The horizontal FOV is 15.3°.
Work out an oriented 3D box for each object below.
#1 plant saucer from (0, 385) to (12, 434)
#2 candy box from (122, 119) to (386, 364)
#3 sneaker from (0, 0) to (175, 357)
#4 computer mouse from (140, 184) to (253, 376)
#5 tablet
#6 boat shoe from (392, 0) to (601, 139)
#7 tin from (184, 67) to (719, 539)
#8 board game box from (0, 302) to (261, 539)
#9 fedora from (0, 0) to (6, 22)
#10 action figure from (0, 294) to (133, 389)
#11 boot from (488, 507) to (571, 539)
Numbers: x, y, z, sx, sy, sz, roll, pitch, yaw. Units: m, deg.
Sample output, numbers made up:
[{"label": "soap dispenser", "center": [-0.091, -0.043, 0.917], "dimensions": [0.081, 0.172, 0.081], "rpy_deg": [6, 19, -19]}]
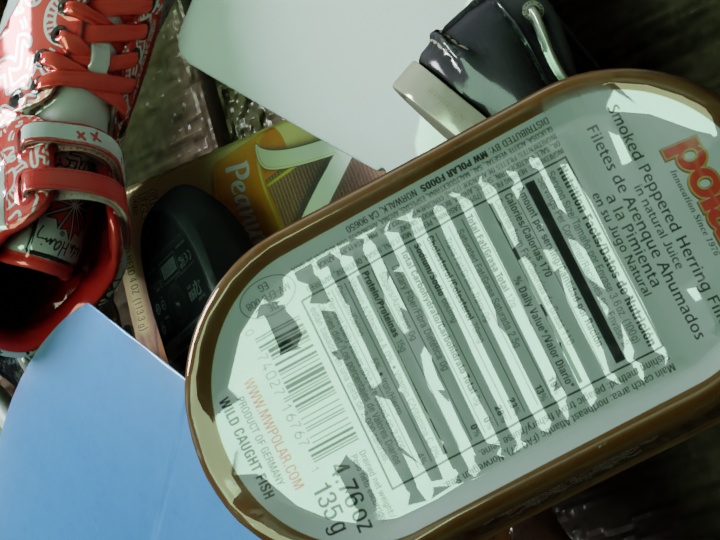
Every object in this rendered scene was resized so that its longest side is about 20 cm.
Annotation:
[{"label": "plant saucer", "center": [-0.175, 0.127, 1.148], "dimensions": [0.200, 0.050, 0.201], "rpy_deg": [5, 98, 41]}, {"label": "candy box", "center": [0.000, 0.000, 0.969], "dimensions": [0.200, 0.055, 0.116], "rpy_deg": [-21, 80, 42]}, {"label": "sneaker", "center": [-0.096, -0.066, 0.948], "dimensions": [0.202, 0.067, 0.108], "rpy_deg": [-60, 33, 18]}, {"label": "computer mouse", "center": [-0.033, 0.063, 0.940], "dimensions": [0.059, 0.034, 0.201], "rpy_deg": [-34, 70, 59]}, {"label": "tablet", "center": [0.017, -0.140, 0.903], "dimensions": [0.130, 0.014, 0.200], "rpy_deg": [31, 106, 32]}, {"label": "boat shoe", "center": [0.105, -0.021, 0.844], "dimensions": [0.200, 0.073, 0.063], "rpy_deg": [37, 89, 8]}, {"label": "tin", "center": [0.041, 0.017, 0.801], "dimensions": [0.200, 0.042, 0.112], "rpy_deg": [-29, 82, 10]}, {"label": "board game box", "center": [-0.059, 0.108, 0.913], "dimensions": [0.200, 0.039, 0.158], "rpy_deg": [34, 118, 44]}, {"label": "fedora", "center": [-0.205, -0.095, 1.129], "dimensions": [0.200, 0.082, 0.201], "rpy_deg": [4, 96, 42]}, {"label": "action figure", "center": [-0.139, 0.048, 1.028], "dimensions": [0.119, 0.102, 0.201], "rpy_deg": [-20, 68, 22]}, {"label": "boot", "center": [0.064, 0.077, 0.848], "dimensions": [0.188, 0.068, 0.200], "rpy_deg": [-37, 54, 41]}]
